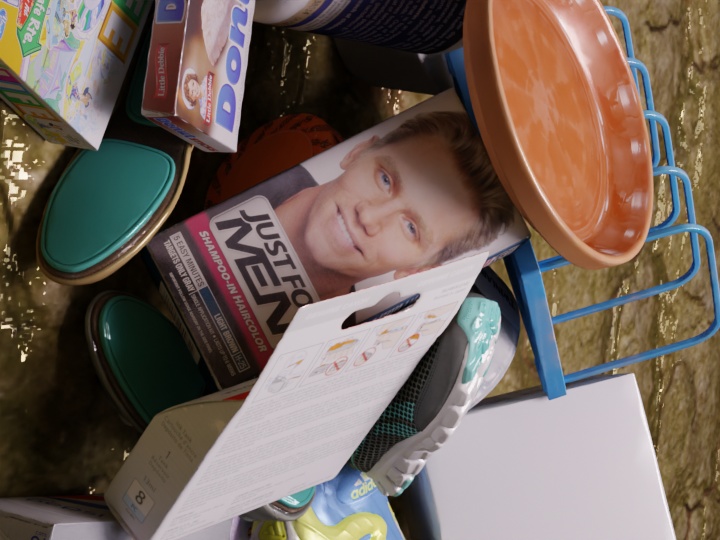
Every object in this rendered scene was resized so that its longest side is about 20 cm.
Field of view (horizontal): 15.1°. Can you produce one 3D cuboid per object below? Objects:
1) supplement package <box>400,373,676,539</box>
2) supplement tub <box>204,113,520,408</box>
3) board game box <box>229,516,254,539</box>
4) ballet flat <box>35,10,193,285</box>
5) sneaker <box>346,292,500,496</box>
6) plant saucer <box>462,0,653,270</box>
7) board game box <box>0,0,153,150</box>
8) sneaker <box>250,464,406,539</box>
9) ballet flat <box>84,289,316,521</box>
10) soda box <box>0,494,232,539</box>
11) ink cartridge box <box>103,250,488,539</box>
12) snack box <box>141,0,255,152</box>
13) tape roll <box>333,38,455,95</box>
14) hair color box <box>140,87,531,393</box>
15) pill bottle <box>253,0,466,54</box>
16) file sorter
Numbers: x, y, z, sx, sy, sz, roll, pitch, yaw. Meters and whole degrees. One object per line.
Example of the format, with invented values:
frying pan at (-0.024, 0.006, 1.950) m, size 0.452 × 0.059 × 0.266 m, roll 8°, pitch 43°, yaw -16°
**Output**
supplement package at (0.113, 0.159, 1.832) m, size 0.200 × 0.150 × 0.152 m, roll 150°, pitch -73°, yaw -84°
supplement tub at (0.000, 0.000, 1.680) m, size 0.200 × 0.122 × 0.123 m, roll 46°, pitch 56°, yaw -37°
board game box at (-0.051, 0.147, 1.758) m, size 0.199 × 0.041 × 0.200 m, roll -19°, pitch 116°, yaw -60°
ballet flat at (-0.119, -0.063, 1.526) m, size 0.063 × 0.069 × 0.200 m, roll 82°, pitch 30°, yaw -59°
sneaker at (0.016, 0.066, 1.599) m, size 0.200 × 0.091 × 0.078 m, roll -56°, pitch -171°, yaw 54°
plant saucer at (0.112, -0.096, 1.579) m, size 0.200 × 0.032 × 0.201 m, roll 40°, pitch 41°, yaw -47°
board game box at (-0.150, -0.183, 1.453) m, size 0.134 × 0.034 × 0.200 m, roll 46°, pitch 59°, yaw -59°
sneaker at (0.005, 0.156, 1.739) m, size 0.200 × 0.076 × 0.105 m, roll 35°, pitch 68°, yaw -60°
ballet flat at (-0.107, 0.086, 1.593) m, size 0.200 × 0.064 × 0.067 m, roll 44°, pitch 54°, yaw -31°
soda box at (-0.151, 0.165, 1.543) m, size 0.200 × 0.063 × 0.068 m, roll 6°, pitch 95°, yaw -63°
ink cartridge box at (-0.036, 0.058, 1.491) m, size 0.160 × 0.047 × 0.200 m, roll -16°, pitch 148°, yaw -47°
snack box at (-0.082, -0.171, 1.498) m, size 0.072 × 0.024 × 0.200 m, roll 29°, pitch 64°, yaw -61°
tape roll at (0.050, -0.216, 1.800) m, size 0.200 × 0.066 × 0.201 m, roll -30°, pitch 124°, yaw -56°
hair color box at (-0.015, -0.014, 1.551) m, size 0.100 × 0.200 × 0.061 m, roll 62°, pitch -10°, yaw 5°
pill bottle at (0.018, -0.190, 1.620) m, size 0.200 × 0.116 × 0.116 m, roll 8°, pitch 93°, yaw -39°
file sorter at (0.142, -0.049, 1.737) m, size 0.139 × 0.123 × 0.200 m, roll 74°, pitch 0°, yaw -53°
